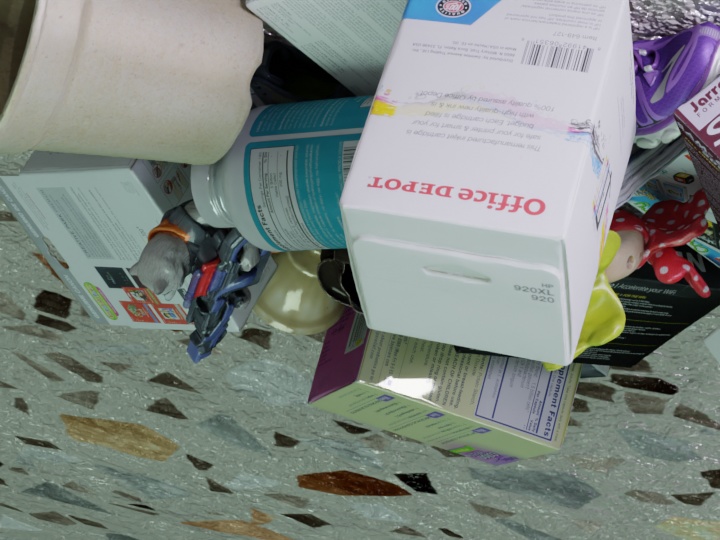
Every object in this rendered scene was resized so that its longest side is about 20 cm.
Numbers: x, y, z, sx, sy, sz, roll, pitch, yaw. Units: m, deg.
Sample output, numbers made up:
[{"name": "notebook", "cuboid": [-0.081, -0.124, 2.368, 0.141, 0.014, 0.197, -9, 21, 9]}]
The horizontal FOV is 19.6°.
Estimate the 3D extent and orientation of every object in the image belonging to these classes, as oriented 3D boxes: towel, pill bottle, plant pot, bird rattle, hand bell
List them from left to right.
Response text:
[{"name": "plant pot", "cuboid": [-0.176, -0.160, 1.492, 0.182, 0.202, 0.200, 11, 161, -26]}, {"name": "pill bottle", "cuboid": [-0.025, -0.071, 1.537, 0.199, 0.111, 0.111, -2, 153, 30]}, {"name": "hand bell", "cuboid": [-0.029, -0.035, 1.833, 0.104, 0.105, 0.200, 18, 146, -11]}, {"name": "towel", "cuboid": [0.144, -0.070, 1.556, 0.199, 0.147, 0.024, -4, 115, 48]}, {"name": "bird rattle", "cuboid": [0.165, -0.024, 1.555, 0.162, 0.200, 0.113, 20, 127, 33]}]

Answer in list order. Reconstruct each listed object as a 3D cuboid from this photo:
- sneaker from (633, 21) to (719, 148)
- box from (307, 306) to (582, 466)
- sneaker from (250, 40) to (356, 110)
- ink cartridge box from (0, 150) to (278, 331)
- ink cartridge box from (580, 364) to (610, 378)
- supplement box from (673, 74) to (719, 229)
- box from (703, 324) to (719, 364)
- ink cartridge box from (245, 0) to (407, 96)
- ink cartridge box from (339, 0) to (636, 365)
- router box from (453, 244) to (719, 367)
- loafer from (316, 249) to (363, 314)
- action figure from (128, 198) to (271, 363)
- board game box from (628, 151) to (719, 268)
[{"name": "sneaker", "cuboid": [0.178, -0.131, 1.469, 0.083, 0.081, 0.200, 38, 147, -25]}, {"name": "box", "cuboid": [0.075, 0.098, 1.905, 0.199, 0.097, 0.176, 19, 165, -11]}, {"name": "sneaker", "cuboid": [-0.087, -0.146, 1.613, 0.199, 0.074, 0.081, 6, 148, 5]}, {"name": "ink cartridge box", "cuboid": [-0.199, -0.044, 1.815, 0.175, 0.084, 0.200, 0, 137, 35]}, {"name": "ink cartridge box", "cuboid": [0.108, 0.052, 1.985, 0.197, 0.047, 0.200, -4, 154, 39]}, {"name": "supplement box", "cuboid": [0.292, -0.081, 1.451, 0.061, 0.109, 0.200, 50, 180, 31]}, {"name": "box", "cuboid": [0.376, 0.018, 1.515, 0.107, 0.199, 0.152, 53, 159, 8]}, {"name": "ink cartridge box", "cuboid": [0.043, -0.180, 1.463, 0.199, 0.050, 0.161, -11, 144, 42]}, {"name": "ink cartridge box", "cuboid": [0.088, -0.067, 1.358, 0.146, 0.201, 0.145, 9, 147, 16]}, {"name": "router box", "cuboid": [0.192, 0.022, 1.731, 0.199, 0.051, 0.149, 6, 148, -35]}, {"name": "loafer", "cuboid": [0.000, 0.000, 1.729, 0.073, 0.071, 0.200, 26, 162, -6]}, {"name": "action figure", "cuboid": [-0.113, -0.022, 1.715, 0.105, 0.193, 0.200, 47, 137, 15]}, {"name": "board game box", "cuboid": [0.287, -0.056, 1.630, 0.126, 0.035, 0.200, -11, 147, 45]}]
